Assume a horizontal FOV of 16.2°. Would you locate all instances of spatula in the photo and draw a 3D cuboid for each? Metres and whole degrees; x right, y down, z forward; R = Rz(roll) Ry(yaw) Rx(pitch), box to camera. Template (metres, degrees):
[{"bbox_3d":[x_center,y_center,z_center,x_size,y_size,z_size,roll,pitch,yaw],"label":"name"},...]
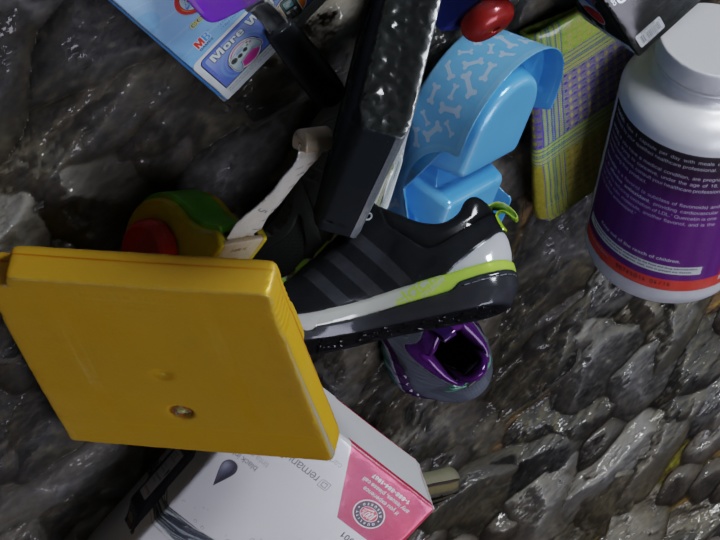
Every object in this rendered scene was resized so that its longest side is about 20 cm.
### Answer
[{"bbox_3d":[-0.048,-0.135,1.367,0.056,0.021,0.200,-31,153,7],"label":"spatula"}]

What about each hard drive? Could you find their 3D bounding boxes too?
[{"bbox_3d":[0.013,-0.112,1.424,0.200,0.033,0.140,116,-12,-74],"label":"hard drive"}]

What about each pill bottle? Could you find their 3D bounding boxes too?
[{"bbox_3d":[0.222,-0.080,1.723,0.112,0.112,0.200,-24,143,-29],"label":"pill bottle"}]

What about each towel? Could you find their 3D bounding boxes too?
[{"bbox_3d":[0.169,-0.128,1.736,0.143,0.023,0.200,-33,146,-16],"label":"towel"}]

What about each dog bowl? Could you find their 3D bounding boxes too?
[{"bbox_3d":[0.063,-0.072,1.634,0.111,0.050,0.200,-29,149,-49],"label":"dog bowl"}]

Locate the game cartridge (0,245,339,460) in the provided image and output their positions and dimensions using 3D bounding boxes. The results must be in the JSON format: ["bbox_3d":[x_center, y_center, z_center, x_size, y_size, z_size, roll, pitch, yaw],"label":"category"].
[{"bbox_3d":[-0.115,0.049,1.503,0.200,0.176,0.032,74,24,-55],"label":"game cartridge"}]

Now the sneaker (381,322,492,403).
[{"bbox_3d":[0.061,0.065,1.775,0.074,0.088,0.200,-44,148,0],"label":"sneaker"}]

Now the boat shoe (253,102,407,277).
[{"bbox_3d":[-0.024,-0.021,1.596,0.065,0.074,0.202,-23,139,-60],"label":"boat shoe"}]

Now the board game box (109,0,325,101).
[{"bbox_3d":[-0.060,-0.212,1.337,0.200,0.056,0.196,-45,148,3],"label":"board game box"}]

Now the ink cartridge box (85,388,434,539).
[{"bbox_3d":[-0.073,0.174,1.688,0.145,0.084,0.200,39,100,-18],"label":"ink cartridge box"}]

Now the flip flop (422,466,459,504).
[{"bbox_3d":[-0.021,0.146,1.799,0.200,0.058,0.081,-3,169,-27],"label":"flip flop"}]

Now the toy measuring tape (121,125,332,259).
[{"bbox_3d":[-0.088,-0.037,1.485,0.073,0.074,0.200,-8,148,-44],"label":"toy measuring tape"}]

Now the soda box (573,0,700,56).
[{"bbox_3d":[0.219,-0.233,1.611,0.200,0.071,0.063,-41,129,-4],"label":"soda box"}]

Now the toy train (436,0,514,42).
[{"bbox_3d":[0.127,-0.221,1.483,0.200,0.085,0.116,-39,167,32],"label":"toy train"}]

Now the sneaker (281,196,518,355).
[{"bbox_3d":[0.000,0.000,1.535,0.200,0.083,0.072,-11,170,4],"label":"sneaker"}]
